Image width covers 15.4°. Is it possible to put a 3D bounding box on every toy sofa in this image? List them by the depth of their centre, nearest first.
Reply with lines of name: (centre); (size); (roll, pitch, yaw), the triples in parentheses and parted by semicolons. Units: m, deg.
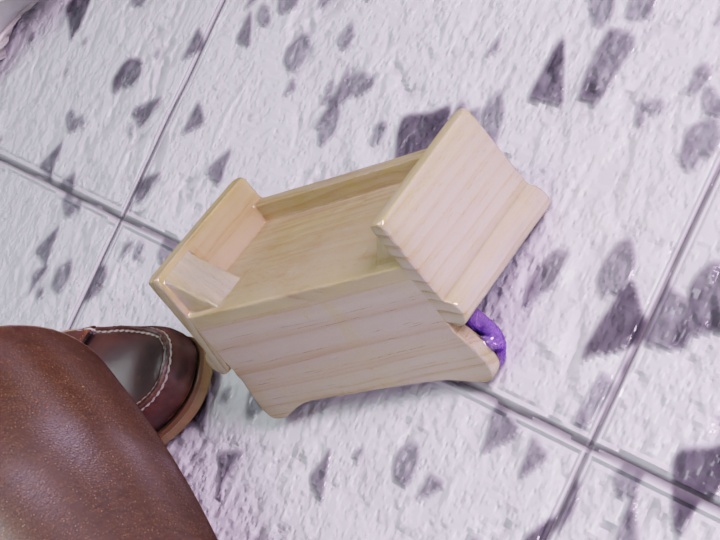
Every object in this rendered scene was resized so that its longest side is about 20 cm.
toy sofa: (0.000, 0.000, 1.270); (0.200, 0.098, 0.083); (-14, 32, 52)

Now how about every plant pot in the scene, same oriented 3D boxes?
plant pot: (-0.140, 0.153, 1.286); (0.200, 0.187, 0.187); (35, 98, 43)

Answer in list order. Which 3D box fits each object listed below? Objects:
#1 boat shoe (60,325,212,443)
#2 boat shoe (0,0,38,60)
boat shoe: (-0.161, 0.068, 1.456); (0.200, 0.070, 0.071); (-20, 51, 47)
boat shoe: (-0.260, -0.166, 1.781); (0.200, 0.071, 0.070); (-12, 86, 48)
